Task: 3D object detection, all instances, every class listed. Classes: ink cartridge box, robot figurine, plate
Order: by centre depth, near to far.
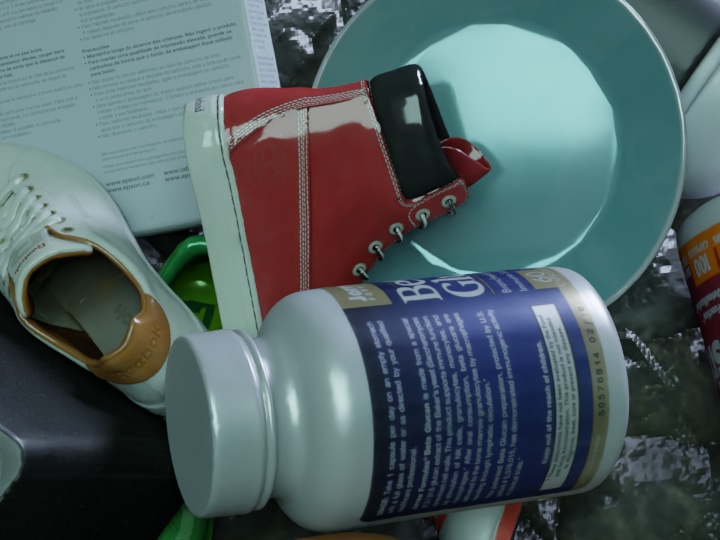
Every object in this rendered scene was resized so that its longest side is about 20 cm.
[{"bbox_3d":[0.069,-0.063,0.876,0.198,0.026,0.202,1,94,9],"label":"plate"},{"bbox_3d":[-0.143,-0.115,0.907,0.194,0.043,0.202,-9,91,17],"label":"ink cartridge box"},{"bbox_3d":[0.149,-0.128,0.930,0.199,0.151,0.125,36,47,10],"label":"robot figurine"}]

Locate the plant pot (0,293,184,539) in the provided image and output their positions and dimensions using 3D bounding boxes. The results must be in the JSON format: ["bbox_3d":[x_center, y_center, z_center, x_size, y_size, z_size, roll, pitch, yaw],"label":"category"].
[{"bbox_3d":[-0.214,0.103,0.756,0.199,0.177,0.200,36,85,8],"label":"plant pot"}]

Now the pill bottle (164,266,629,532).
[{"bbox_3d":[0.014,0.061,0.786,0.198,0.111,0.112,-5,73,-22],"label":"pill bottle"}]

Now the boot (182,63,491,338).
[{"bbox_3d":[0.000,0.000,0.845,0.143,0.073,0.202,-8,115,3],"label":"boot"}]

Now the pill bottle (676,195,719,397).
[{"bbox_3d":[0.243,0.056,0.882,0.112,0.113,0.202,-13,74,-4],"label":"pill bottle"}]

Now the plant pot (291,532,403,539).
[{"bbox_3d":[0.023,0.214,0.779,0.199,0.140,0.202,2,93,34],"label":"plant pot"}]

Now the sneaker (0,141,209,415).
[{"bbox_3d":[-0.151,-0.013,0.832,0.200,0.085,0.073,38,89,31],"label":"sneaker"}]

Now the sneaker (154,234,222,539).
[{"bbox_3d":[-0.104,0.071,0.877,0.073,0.084,0.202,7,64,0],"label":"sneaker"}]

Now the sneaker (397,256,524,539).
[{"bbox_3d":[0.041,0.083,0.897,0.107,0.067,0.203,15,71,5],"label":"sneaker"}]
